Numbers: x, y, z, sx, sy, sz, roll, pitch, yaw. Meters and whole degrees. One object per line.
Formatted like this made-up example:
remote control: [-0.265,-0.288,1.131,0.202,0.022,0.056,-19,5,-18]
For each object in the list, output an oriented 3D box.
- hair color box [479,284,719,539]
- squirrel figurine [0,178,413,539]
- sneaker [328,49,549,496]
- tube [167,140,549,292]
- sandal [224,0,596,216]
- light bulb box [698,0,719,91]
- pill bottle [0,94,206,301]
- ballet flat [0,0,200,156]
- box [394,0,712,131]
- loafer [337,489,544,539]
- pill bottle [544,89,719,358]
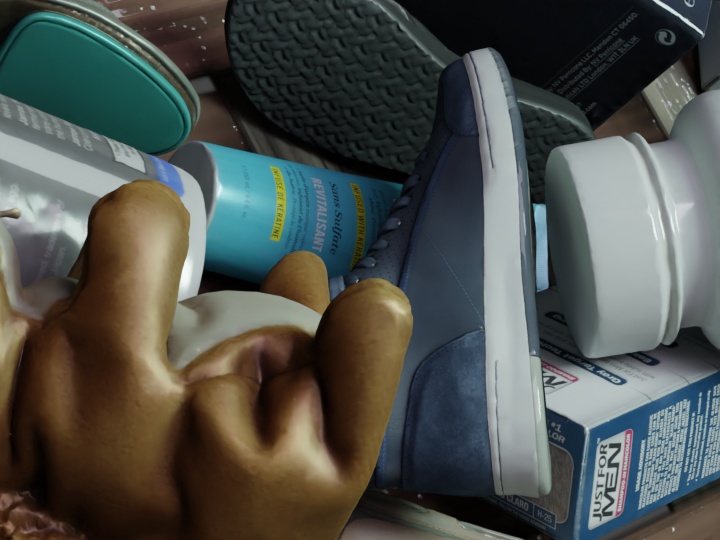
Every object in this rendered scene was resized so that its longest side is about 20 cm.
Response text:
hair color box: [0.123,0.047,1.186,0.100,0.061,0.200,26,31,38]
squirrel figurine: [-0.104,0.063,0.920,0.186,0.142,0.201,12,99,-15]
sneaker: [0.000,0.000,1.092,0.145,0.077,0.203,-5,56,7]
tube: [0.005,-0.010,1.179,0.199,0.050,0.078,13,73,-35]
sandal: [0.017,-0.083,1.223,0.200,0.075,0.048,27,25,-30]
light bulb box: [0.271,-0.201,1.382,0.124,0.198,0.201,17,53,-25]
pill bottle: [-0.168,-0.018,1.005,0.199,0.114,0.114,22,52,-24]
ballet flat: [-0.153,-0.106,1.104,0.199,0.067,0.064,18,43,-28]
box: [0.069,-0.199,1.286,0.198,0.123,0.201,30,49,-16]
loafer: [0.064,0.130,1.120,0.199,0.072,0.063,16,48,-25]
pill bottle: [0.183,-0.024,1.131,0.199,0.114,0.115,-9,66,-6]
